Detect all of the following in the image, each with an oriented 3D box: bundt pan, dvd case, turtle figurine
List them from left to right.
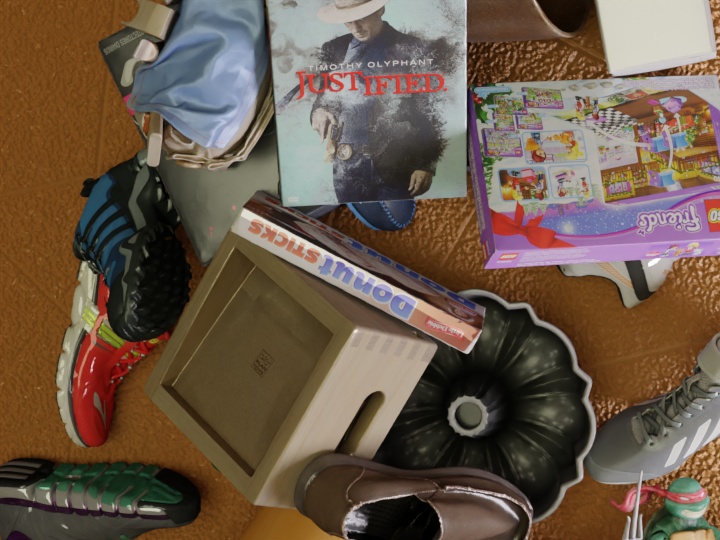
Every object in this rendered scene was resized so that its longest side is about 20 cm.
[{"bbox_3d":[0.006,-0.138,1.269,0.146,0.022,0.200,-2,124,-1],"label":"dvd case"},{"bbox_3d":[0.093,0.110,1.386,0.202,0.076,0.202,1,95,14],"label":"bundt pan"},{"bbox_3d":[0.260,0.237,1.346,0.150,0.101,0.200,-5,103,-3],"label":"turtle figurine"}]

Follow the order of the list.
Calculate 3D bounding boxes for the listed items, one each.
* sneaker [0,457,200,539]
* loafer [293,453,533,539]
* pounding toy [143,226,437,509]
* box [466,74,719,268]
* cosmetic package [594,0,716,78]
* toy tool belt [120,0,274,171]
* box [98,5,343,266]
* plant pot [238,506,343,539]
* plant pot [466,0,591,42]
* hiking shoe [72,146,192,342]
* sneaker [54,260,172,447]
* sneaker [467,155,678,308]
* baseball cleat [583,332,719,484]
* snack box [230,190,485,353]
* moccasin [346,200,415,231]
[{"bbox_3d":[-0.225,0.214,1.482,0.200,0.074,0.088,4,110,22],"label":"sneaker"},{"bbox_3d":[0.047,0.190,1.287,0.200,0.071,0.073,9,110,-27],"label":"loafer"},{"bbox_3d":[-0.062,0.090,1.348,0.184,0.142,0.200,40,106,38],"label":"pounding toy"},{"bbox_3d":[0.183,-0.076,1.306,0.200,0.039,0.137,-3,70,-10],"label":"box"},{"bbox_3d":[0.212,-0.251,1.311,0.085,0.108,0.200,-11,94,12],"label":"cosmetic package"},{"bbox_3d":[-0.111,-0.172,1.277,0.125,0.123,0.200,19,96,7],"label":"toy tool belt"},{"bbox_3d":[-0.105,-0.120,1.397,0.122,0.106,0.200,-27,89,14],"label":"box"},{"bbox_3d":[-0.046,0.279,1.387,0.200,0.200,0.183,21,84,10],"label":"plant pot"},{"bbox_3d":[0.052,-0.250,1.326,0.200,0.187,0.187,-10,93,27],"label":"plant pot"},{"bbox_3d":[-0.186,-0.011,1.374,0.087,0.200,0.074,-22,129,18],"label":"hiking shoe"},{"bbox_3d":[-0.202,0.057,1.453,0.085,0.077,0.200,12,98,7],"label":"sneaker"},{"bbox_3d":[0.156,-0.041,1.360,0.200,0.074,0.080,30,103,9],"label":"sneaker"},{"bbox_3d":[0.257,0.096,1.335,0.200,0.106,0.070,-25,46,7],"label":"baseball cleat"},{"bbox_3d":[0.000,0.000,1.306,0.200,0.072,0.024,27,104,0],"label":"snack box"},{"bbox_3d":[0.009,-0.109,1.344,0.068,0.081,0.200,-3,134,26],"label":"moccasin"}]
